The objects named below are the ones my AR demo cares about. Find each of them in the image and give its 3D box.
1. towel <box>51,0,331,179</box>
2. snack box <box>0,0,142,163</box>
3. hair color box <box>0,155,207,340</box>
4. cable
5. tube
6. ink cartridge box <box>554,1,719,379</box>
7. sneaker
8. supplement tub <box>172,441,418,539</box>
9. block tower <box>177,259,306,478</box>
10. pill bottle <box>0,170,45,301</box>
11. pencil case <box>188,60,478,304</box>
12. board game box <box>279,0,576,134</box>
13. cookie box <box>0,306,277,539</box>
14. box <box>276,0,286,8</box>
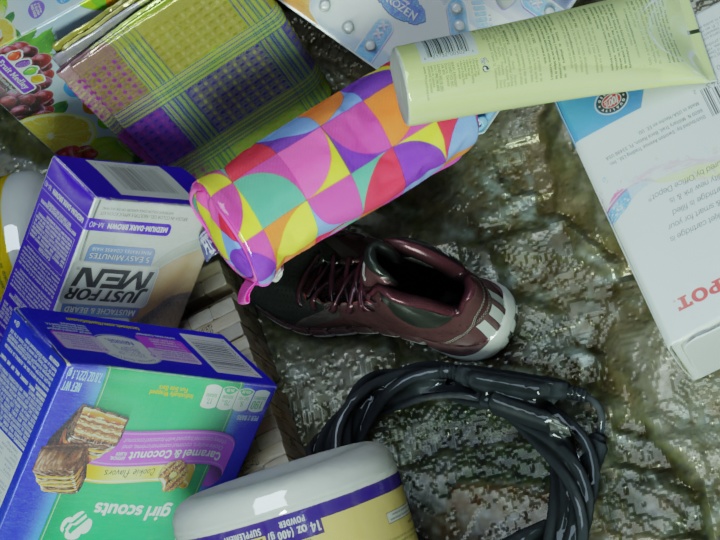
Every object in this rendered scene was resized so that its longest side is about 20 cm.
[{"bbox_3d":[-0.108,-0.134,1.449,0.143,0.200,0.023,-33,57,5],"label":"towel"},{"bbox_3d":[-0.175,-0.146,1.475,0.142,0.200,0.053,-29,63,8],"label":"snack box"},{"bbox_3d":[-0.179,0.029,1.419,0.065,0.109,0.201,42,118,40],"label":"hair color box"},{"bbox_3d":[0.058,0.140,1.385,0.198,0.051,0.164,7,79,19],"label":"cable"},{"bbox_3d":[0.120,-0.132,1.348,0.198,0.052,0.058,-12,107,-6],"label":"tube"},{"bbox_3d":[0.230,-0.052,1.366,0.144,0.085,0.201,-26,64,10],"label":"ink cartridge box"},{"bbox_3d":[0.000,0.000,1.410,0.199,0.116,0.076,9,75,21],"label":"sneaker"},{"bbox_3d":[-0.022,0.218,1.303,0.144,0.145,0.201,-18,88,13],"label":"supplement tub"},{"bbox_3d":[-0.082,0.087,1.443,0.054,0.058,0.201,-26,66,10],"label":"block tower"},{"bbox_3d":[-0.261,-0.004,1.505,0.199,0.112,0.113,-16,67,14],"label":"pill bottle"},{"bbox_3d":[-0.017,-0.066,1.384,0.199,0.089,0.088,-34,63,-16],"label":"pencil case"},{"bbox_3d":[0.057,-0.225,1.440,0.199,0.026,0.201,34,98,-8],"label":"board game box"},{"bbox_3d":[-0.170,0.135,1.356,0.075,0.170,0.201,40,112,43],"label":"cookie box"},{"bbox_3d":[-0.134,-0.293,1.555,0.197,0.123,0.202,-4,72,18],"label":"box"}]
